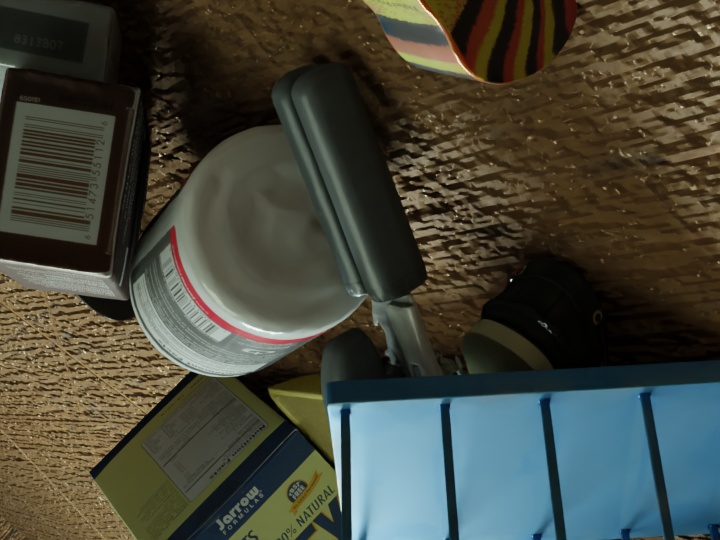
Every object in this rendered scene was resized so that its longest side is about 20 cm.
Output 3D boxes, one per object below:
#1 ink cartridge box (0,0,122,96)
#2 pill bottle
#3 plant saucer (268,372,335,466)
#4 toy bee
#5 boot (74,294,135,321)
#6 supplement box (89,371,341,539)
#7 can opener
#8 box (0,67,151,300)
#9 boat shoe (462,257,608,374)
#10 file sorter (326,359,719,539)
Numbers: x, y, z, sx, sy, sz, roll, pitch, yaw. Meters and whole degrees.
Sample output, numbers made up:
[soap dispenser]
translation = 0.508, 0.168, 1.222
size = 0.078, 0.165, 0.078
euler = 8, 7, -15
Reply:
[ink cartridge box]
translation = -0.217, -0.122, 0.892
size = 0.161, 0.058, 0.200
euler = 9, 179, -6
[pill bottle]
translation = -0.068, -0.001, 0.874
size = 0.111, 0.111, 0.200
euler = 41, 158, -7
[plant saucer]
translation = 0.059, 0.130, 1.011
size = 0.200, 0.049, 0.199
euler = 48, 156, -23
[toy bee]
translation = 0.001, -0.127, 0.531
size = 0.200, 0.109, 0.131
euler = 49, 158, -22
[boot]
translation = -0.243, -0.024, 1.166
size = 0.187, 0.064, 0.200
euler = 54, 154, -2
[supplement box]
translation = -0.070, 0.199, 1.172
size = 0.200, 0.134, 0.200
euler = 49, 171, -25
[can opener]
translation = 0.000, 0.000, 0.756
size = 0.053, 0.066, 0.202
euler = 9, 119, 63
[box]
translation = -0.160, -0.041, 0.872
size = 0.074, 0.101, 0.200
euler = 9, 175, -7
[boat shoe]
translation = 0.096, 0.071, 0.818
size = 0.073, 0.063, 0.202
euler = 30, 153, 25
[file sorter]
translation = 0.089, 0.135, 0.729
size = 0.198, 0.123, 0.139
euler = -4, 142, 1
